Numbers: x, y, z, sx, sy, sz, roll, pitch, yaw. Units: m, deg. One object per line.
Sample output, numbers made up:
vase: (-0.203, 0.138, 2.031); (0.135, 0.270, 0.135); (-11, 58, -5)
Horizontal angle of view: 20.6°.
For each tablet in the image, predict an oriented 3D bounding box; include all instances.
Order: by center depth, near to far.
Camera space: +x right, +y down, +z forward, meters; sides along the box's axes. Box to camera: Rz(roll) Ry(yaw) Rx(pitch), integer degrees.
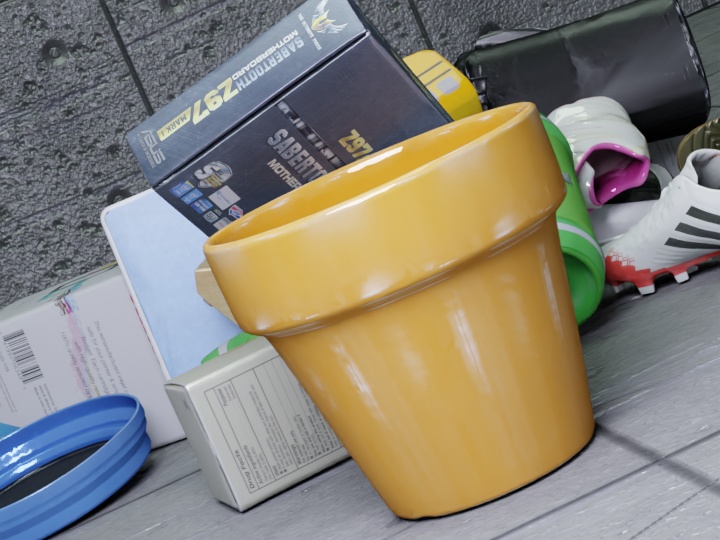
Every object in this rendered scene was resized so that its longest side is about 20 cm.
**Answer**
tablet: (-0.112, 0.020, 1.566); (0.130, 0.200, 0.014); (-23, -3, 1)

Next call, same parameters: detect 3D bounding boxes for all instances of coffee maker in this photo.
coffee maker: (0.188, -0.146, 1.667); (0.200, 0.135, 0.192); (-18, 13, -1)

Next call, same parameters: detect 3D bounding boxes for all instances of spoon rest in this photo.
spoon rest: (0.169, -0.026, 1.575); (0.200, 0.061, 0.099); (-17, 10, 47)

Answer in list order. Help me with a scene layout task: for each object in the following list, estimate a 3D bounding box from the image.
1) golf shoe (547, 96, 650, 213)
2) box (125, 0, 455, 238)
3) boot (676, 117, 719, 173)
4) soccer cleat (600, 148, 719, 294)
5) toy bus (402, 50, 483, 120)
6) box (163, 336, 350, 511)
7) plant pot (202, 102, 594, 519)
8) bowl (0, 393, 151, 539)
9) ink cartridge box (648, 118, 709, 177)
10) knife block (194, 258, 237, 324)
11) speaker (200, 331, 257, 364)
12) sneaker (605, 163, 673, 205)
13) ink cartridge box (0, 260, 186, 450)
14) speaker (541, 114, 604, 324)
golf shoe: (0.135, -0.069, 1.552); (0.200, 0.075, 0.092); (-27, 36, -6)
box: (-0.026, -0.068, 1.211); (0.158, 0.051, 0.200); (-36, -34, 7)
boot: (0.341, -0.115, 1.694); (0.175, 0.066, 0.200); (-13, 7, 0)
soccer cleat: (0.232, -0.039, 1.376); (0.069, 0.085, 0.200); (-30, 10, -39)
toy bus: (-0.007, -0.085, 1.505); (0.200, 0.065, 0.078); (-35, 50, -11)
box: (-0.020, 0.074, 1.321); (0.200, 0.095, 0.078); (-24, 6, -15)
plant pot: (0.039, 0.029, 1.100); (0.200, 0.183, 0.200); (-23, 8, 3)
bowl: (-0.252, 0.163, 1.530); (0.200, 0.039, 0.201); (-25, 14, 7)
ink cartridge box: (0.224, -0.101, 1.845); (0.200, 0.083, 0.145); (-23, 8, 5)
knife block: (0.000, 0.000, 1.500); (0.176, 0.200, 0.064); (-52, 3, 10)
speaker: (-0.010, 0.058, 1.428); (0.200, 0.089, 0.088); (-23, 7, 1)
sneaker: (0.161, -0.051, 1.670); (0.200, 0.067, 0.090); (-16, -13, 34)
ink cartridge box: (-0.210, 0.076, 1.681); (0.200, 0.147, 0.146); (-20, 8, 20)
speaker: (0.122, -0.039, 1.417); (0.088, 0.089, 0.200); (-22, 31, 10)
